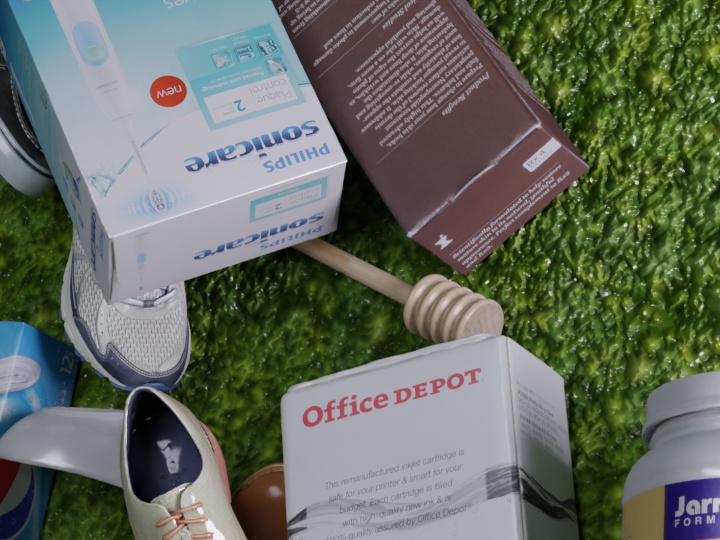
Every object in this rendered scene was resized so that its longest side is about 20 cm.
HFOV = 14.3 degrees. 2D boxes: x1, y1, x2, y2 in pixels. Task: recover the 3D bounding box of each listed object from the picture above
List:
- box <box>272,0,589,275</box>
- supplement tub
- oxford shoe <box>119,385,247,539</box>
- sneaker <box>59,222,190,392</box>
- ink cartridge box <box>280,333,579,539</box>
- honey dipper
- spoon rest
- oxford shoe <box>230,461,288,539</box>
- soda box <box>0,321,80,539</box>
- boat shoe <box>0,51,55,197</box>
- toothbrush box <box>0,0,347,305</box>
[{"bbox_3d":[0.035,-0.106,1.653,0.100,0.075,0.200,-40,54,11],"label":"box"},{"bbox_3d":[0.199,0.161,1.401,0.145,0.145,0.200,-8,68,29],"label":"supplement tub"},{"bbox_3d":[-0.093,0.153,1.540,0.071,0.074,0.200,-26,58,1],"label":"oxford shoe"},{"bbox_3d":[-0.140,-0.024,1.703,0.085,0.077,0.200,119,143,-56],"label":"sneaker"},{"bbox_3d":[0.040,0.151,1.540,0.145,0.083,0.200,-16,63,26],"label":"ink cartridge box"},{"bbox_3d":[0.000,0.000,1.659,0.200,0.038,0.038,27,86,40],"label":"honey dipper"},{"bbox_3d":[-0.117,0.112,1.656,0.200,0.099,0.061,2,89,19],"label":"spoon rest"},{"bbox_3d":[-0.076,0.200,1.589,0.071,0.071,0.200,25,88,7],"label":"oxford shoe"},{"bbox_3d":[-0.233,0.132,1.728,0.068,0.064,0.200,2,73,32],"label":"soda box"},{"bbox_3d":[-0.216,-0.141,1.819,0.071,0.072,0.200,-32,56,22],"label":"boat shoe"},{"bbox_3d":[-0.113,-0.100,1.654,0.146,0.085,0.200,-17,65,-14],"label":"toothbrush box"}]
